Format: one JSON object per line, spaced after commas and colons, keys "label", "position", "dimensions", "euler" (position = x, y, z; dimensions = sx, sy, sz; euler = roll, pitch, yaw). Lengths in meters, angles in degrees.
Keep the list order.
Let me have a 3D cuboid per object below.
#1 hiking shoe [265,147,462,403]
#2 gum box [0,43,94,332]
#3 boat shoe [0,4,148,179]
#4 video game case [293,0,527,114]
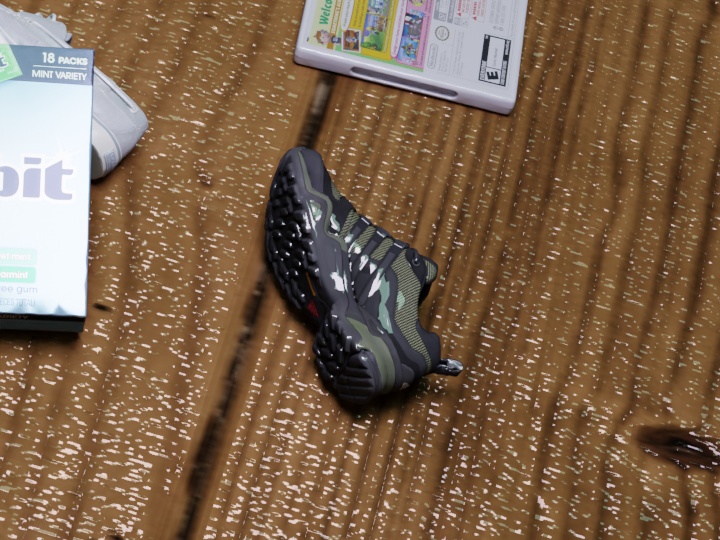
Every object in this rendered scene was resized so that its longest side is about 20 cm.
{"label": "hiking shoe", "position": [0.000, 0.000, 1.494], "dimensions": [0.100, 0.076, 0.201], "euler": [-8, 66, -30]}
{"label": "gum box", "position": [-0.274, -0.061, 1.448], "dimensions": [0.169, 0.045, 0.201], "euler": [2, 72, -10]}
{"label": "boat shoe", "position": [-0.242, -0.153, 1.549], "dimensions": [0.201, 0.070, 0.071], "euler": [42, 55, 9]}
{"label": "video game case", "position": [0.048, -0.227, 1.705], "dimensions": [0.181, 0.022, 0.201], "euler": [13, 53, -5]}
